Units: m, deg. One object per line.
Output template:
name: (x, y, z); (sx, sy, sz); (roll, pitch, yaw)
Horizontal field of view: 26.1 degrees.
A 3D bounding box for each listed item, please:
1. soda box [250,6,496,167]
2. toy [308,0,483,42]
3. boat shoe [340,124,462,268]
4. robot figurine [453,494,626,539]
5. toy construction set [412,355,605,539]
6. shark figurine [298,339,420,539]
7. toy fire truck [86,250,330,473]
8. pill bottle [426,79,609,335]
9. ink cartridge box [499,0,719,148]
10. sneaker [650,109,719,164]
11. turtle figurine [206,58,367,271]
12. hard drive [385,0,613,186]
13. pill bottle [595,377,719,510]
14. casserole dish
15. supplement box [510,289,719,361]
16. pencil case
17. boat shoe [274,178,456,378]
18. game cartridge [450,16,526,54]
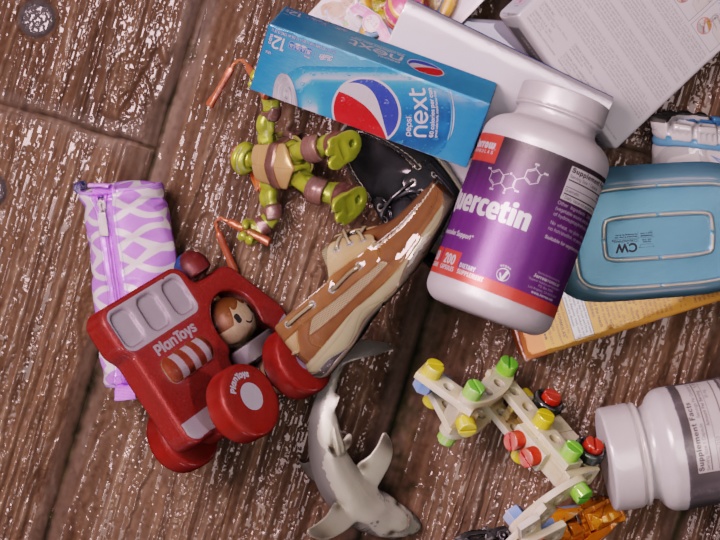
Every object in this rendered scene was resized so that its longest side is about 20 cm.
soda box: (0.012, -0.159, 1.339); (0.200, 0.068, 0.064); (20, 115, 2)
toy: (0.028, -0.242, 1.401); (0.115, 0.047, 0.200); (46, 102, 13)
boat shoe: (0.052, -0.053, 1.377); (0.074, 0.066, 0.199); (-36, 101, 30)
robot figurine: (0.161, 0.287, 1.410); (0.200, 0.058, 0.145); (-23, 92, -24)
toy construction set: (0.138, 0.160, 1.388); (0.092, 0.131, 0.200); (-48, 60, 41)
shark figurine: (-0.029, 0.160, 1.430); (0.128, 0.089, 0.215); (-20, 102, -32)
toy fire truck: (-0.132, 0.069, 1.372); (0.112, 0.200, 0.168); (-29, 95, 40)
pill bottle: (0.138, -0.054, 1.305); (0.112, 0.112, 0.200); (20, 89, 0)
ink cartridge box: (0.247, -0.233, 1.400); (0.200, 0.057, 0.163); (-44, 112, -9)
sneaker: (0.359, -0.093, 1.423); (0.200, 0.075, 0.087); (7, 110, 1)
turtle figurine: (-0.066, -0.086, 1.400); (0.161, 0.064, 0.200); (14, 105, 41)
hard drive: (0.105, -0.139, 1.382); (0.200, 0.025, 0.132); (26, 114, 0)
pill bottle: (0.320, 0.154, 1.405); (0.200, 0.113, 0.113); (-10, 93, 2)
casserole dish: (0.258, -0.032, 1.365); (0.200, 0.039, 0.121); (-4, 97, 0)
supplement box: (0.234, 0.023, 1.422); (0.200, 0.067, 0.069); (-19, 92, 2)
pencil case: (-0.207, 0.012, 1.416); (0.084, 0.085, 0.200); (-8, 94, 11)
boat shoe: (0.000, 0.000, 1.327); (0.074, 0.076, 0.200); (39, 101, 2)
game cartridge: (0.107, -0.131, 1.432); (0.133, 0.041, 0.200); (4, 92, -3)
